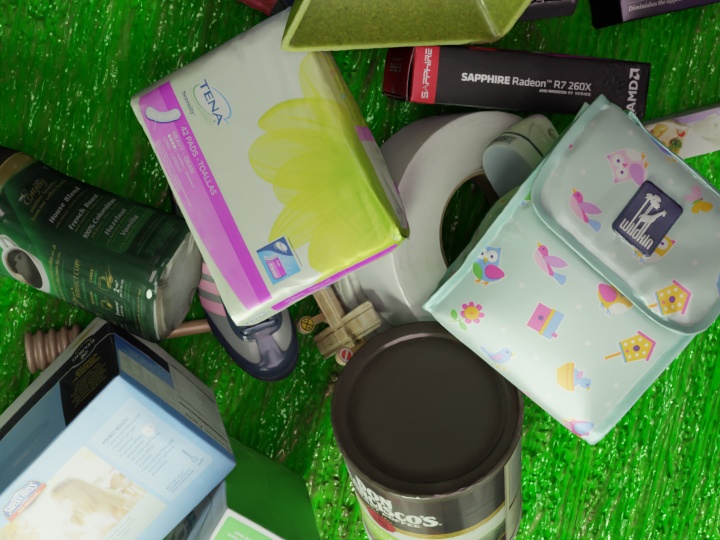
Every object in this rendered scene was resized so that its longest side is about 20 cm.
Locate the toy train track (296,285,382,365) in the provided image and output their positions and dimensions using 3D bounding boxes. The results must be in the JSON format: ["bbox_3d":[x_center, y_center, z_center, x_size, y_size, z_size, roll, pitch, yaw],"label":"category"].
[{"bbox_3d":[-0.043,0.020,0.994,0.032,0.115,0.201,-25,84,-32],"label":"toy train track"}]

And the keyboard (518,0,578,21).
[{"bbox_3d":[0.095,-0.276,1.004,0.199,0.021,0.128,-8,100,-8],"label":"keyboard"}]

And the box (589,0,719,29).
[{"bbox_3d":[0.295,-0.300,1.003,0.199,0.079,0.142,-13,98,-6],"label":"box"}]

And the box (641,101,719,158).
[{"bbox_3d":[0.295,-0.123,1.049,0.199,0.041,0.039,-15,102,-7],"label":"box"}]

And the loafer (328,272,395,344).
[{"bbox_3d":[0.000,0.000,1.016,0.070,0.070,0.201,-25,103,-31],"label":"loafer"}]

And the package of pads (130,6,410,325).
[{"bbox_3d":[-0.064,-0.080,0.886,0.154,0.068,0.201,-27,87,10],"label":"package of pads"}]

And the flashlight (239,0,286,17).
[{"bbox_3d":[-0.113,-0.240,0.954,0.199,0.068,0.068,26,93,-11],"label":"flashlight"}]

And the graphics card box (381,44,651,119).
[{"bbox_3d":[0.126,-0.159,0.974,0.199,0.125,0.051,4,100,-8],"label":"graphics card box"}]

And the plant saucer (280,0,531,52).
[{"bbox_3d":[0.056,-0.235,0.806,0.199,0.200,0.048,-9,66,-29],"label":"plant saucer"}]

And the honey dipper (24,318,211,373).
[{"bbox_3d":[-0.186,0.057,1.007,0.199,0.038,0.038,-8,100,-9],"label":"honey dipper"}]

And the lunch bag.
[{"bbox_3d":[0.172,-0.004,0.848,0.170,0.122,0.200,40,113,2],"label":"lunch bag"}]

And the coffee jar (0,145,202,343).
[{"bbox_3d":[-0.229,-0.024,0.926,0.199,0.104,0.085,22,55,9],"label":"coffee jar"}]

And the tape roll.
[{"bbox_3d":[0.093,-0.034,0.984,0.202,0.071,0.203,-2,95,-29],"label":"tape roll"}]

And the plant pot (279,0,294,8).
[{"bbox_3d":[-0.022,-0.313,0.867,0.179,0.200,0.201,-29,70,4],"label":"plant pot"}]

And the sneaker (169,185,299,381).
[{"bbox_3d":[-0.108,0.000,0.966,0.070,0.082,0.201,-26,88,-9],"label":"sneaker"}]

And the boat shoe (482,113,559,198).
[{"bbox_3d":[0.179,-0.041,0.959,0.086,0.074,0.202,-42,106,-30],"label":"boat shoe"}]

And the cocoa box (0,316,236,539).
[{"bbox_3d":[-0.221,0.160,0.949,0.200,0.131,0.133,-45,117,5],"label":"cocoa box"}]

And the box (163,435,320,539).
[{"bbox_3d":[-0.118,0.257,0.966,0.096,0.200,0.177,32,94,-11],"label":"box"}]

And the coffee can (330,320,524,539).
[{"bbox_3d":[0.061,0.154,0.954,0.146,0.200,0.147,-4,57,6],"label":"coffee can"}]
